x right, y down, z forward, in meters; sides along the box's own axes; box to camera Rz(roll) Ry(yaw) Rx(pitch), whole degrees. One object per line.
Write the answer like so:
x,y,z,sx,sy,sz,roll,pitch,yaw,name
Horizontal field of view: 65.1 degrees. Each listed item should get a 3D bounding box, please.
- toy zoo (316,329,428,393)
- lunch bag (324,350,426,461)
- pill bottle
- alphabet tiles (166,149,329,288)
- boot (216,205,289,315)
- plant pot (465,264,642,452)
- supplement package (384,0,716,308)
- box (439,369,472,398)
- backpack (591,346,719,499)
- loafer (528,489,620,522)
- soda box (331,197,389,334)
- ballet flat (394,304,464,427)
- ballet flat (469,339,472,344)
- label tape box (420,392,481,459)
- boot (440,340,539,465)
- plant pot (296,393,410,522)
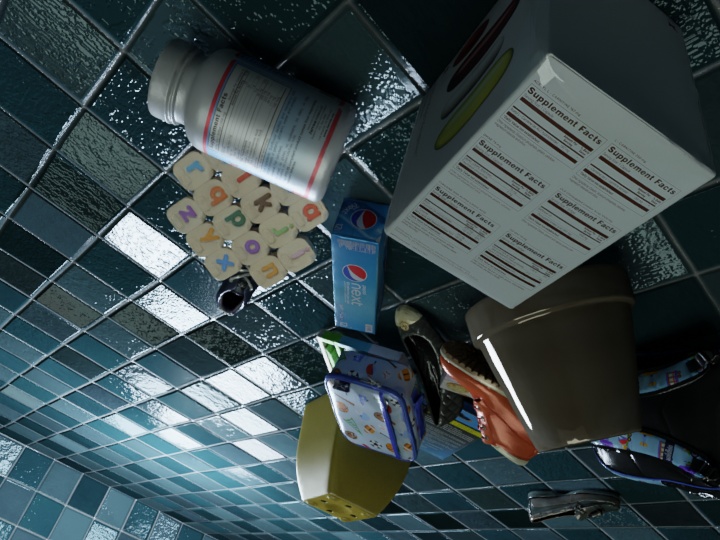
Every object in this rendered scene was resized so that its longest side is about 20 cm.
0.024,0.174,0.956,0.197,0.021,0.133,13,135,32,toy zoo
0.031,0.223,0.923,0.158,0.076,0.202,11,136,29,lunch bag
-0.112,-0.160,0.592,0.197,0.110,0.109,23,142,-6,pill bottle
-0.146,-0.074,0.727,0.194,0.015,0.201,-28,109,21,alphabet tiles
-0.148,-0.011,0.801,0.072,0.091,0.200,27,141,-11,boot
0.239,0.112,0.662,0.196,0.177,0.201,-9,159,-4,plant pot
0.143,-0.117,0.471,0.146,0.193,0.200,28,141,-14,supplement package
0.214,0.176,0.818,0.197,0.039,0.042,19,140,4,box
0.419,0.204,0.764,0.133,0.186,0.199,18,160,-28,backpack
0.455,0.512,1.207,0.198,0.064,0.072,-17,131,37,loafer
0.000,0.000,0.772,0.063,0.069,0.202,11,141,8,soda box
0.104,0.145,0.868,0.066,0.057,0.203,-16,103,50,ballet flat
0.184,0.137,0.880,0.066,0.070,0.200,51,135,3,ballet flat
0.145,0.264,1.034,0.143,0.064,0.200,27,140,-9,label tape box
0.175,0.182,0.764,0.199,0.075,0.108,36,114,2,boot
-0.020,0.380,1.132,0.193,0.202,0.195,33,141,-18,plant pot
